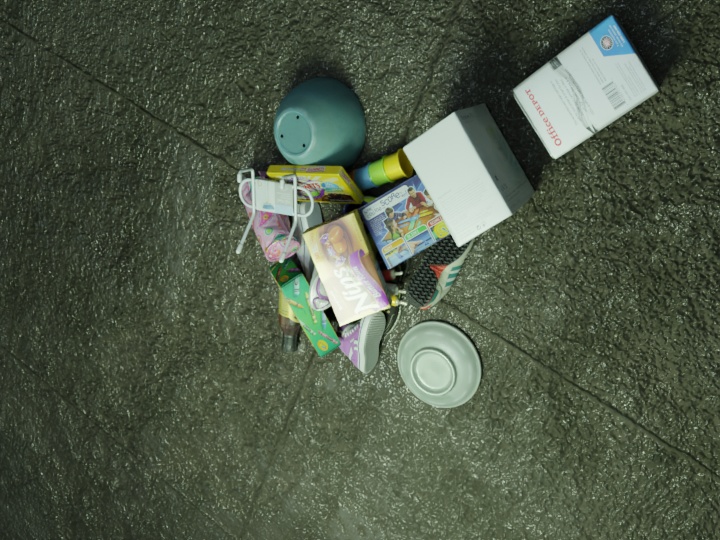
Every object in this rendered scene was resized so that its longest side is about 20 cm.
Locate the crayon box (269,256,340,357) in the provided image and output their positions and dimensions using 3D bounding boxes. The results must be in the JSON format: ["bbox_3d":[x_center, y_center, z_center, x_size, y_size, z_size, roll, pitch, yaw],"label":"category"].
[{"bbox_3d":[-0.124,0.080,1.484,0.058,0.119,0.203,-30,118,-8],"label":"crayon box"}]

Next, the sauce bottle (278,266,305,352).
[{"bbox_3d":[-0.162,0.094,1.581,0.065,0.066,0.205,14,114,23],"label":"sauce bottle"}]

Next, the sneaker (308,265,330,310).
[{"bbox_3d":[-0.061,-0.013,1.418,0.074,0.099,0.204,21,86,-20],"label":"sneaker"}]

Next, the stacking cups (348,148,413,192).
[{"bbox_3d":[0.016,-0.194,1.405,0.197,0.060,0.062,-17,98,36],"label":"stacking cups"}]

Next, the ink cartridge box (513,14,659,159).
[{"bbox_3d":[0.385,-0.311,1.149,0.198,0.084,0.146,-33,89,31],"label":"ink cartridge box"}]

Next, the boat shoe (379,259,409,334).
[{"bbox_3d":[0.055,0.053,1.453,0.070,0.060,0.206,19,114,20],"label":"boat shoe"}]

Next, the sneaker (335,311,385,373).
[{"bbox_3d":[-0.011,0.135,1.479,0.114,0.072,0.203,39,142,25],"label":"sneaker"}]

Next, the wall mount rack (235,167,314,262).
[{"bbox_3d":[-0.195,-0.119,1.398,0.196,0.074,0.178,12,111,28],"label":"wall mount rack"}]

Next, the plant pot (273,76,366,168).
[{"bbox_3d":[-0.104,-0.293,1.385,0.196,0.134,0.205,9,109,25],"label":"plant pot"}]

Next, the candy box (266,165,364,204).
[{"bbox_3d":[-0.096,-0.180,1.395,0.196,0.027,0.102,7,151,36],"label":"candy box"}]

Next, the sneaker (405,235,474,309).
[{"bbox_3d":[0.170,-0.006,1.374,0.070,0.093,0.202,34,92,23],"label":"sneaker"}]

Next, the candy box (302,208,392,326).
[{"bbox_3d":[-0.025,-0.005,1.330,0.114,0.057,0.204,-19,100,11],"label":"candy box"}]

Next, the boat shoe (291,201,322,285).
[{"bbox_3d":[-0.116,-0.056,1.502,0.064,0.073,0.206,-8,84,42],"label":"boat shoe"}]

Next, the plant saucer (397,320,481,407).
[{"bbox_3d":[0.163,0.213,1.454,0.196,0.050,0.205,9,110,26],"label":"plant saucer"}]

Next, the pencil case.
[{"bbox_3d":[-0.203,-0.121,1.484,0.087,0.086,0.203,-41,59,31],"label":"pencil case"}]

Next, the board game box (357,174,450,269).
[{"bbox_3d":[0.110,-0.111,1.326,0.197,0.034,0.138,-28,86,6],"label":"board game box"}]

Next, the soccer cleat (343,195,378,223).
[{"bbox_3d":[0.056,-0.121,1.384,0.196,0.083,0.066,5,108,26],"label":"soccer cleat"}]

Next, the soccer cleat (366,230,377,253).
[{"bbox_3d":[0.000,0.000,1.467,0.082,0.065,0.202,27,116,-12],"label":"soccer cleat"}]

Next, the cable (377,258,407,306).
[{"bbox_3d":[0.005,0.027,1.399,0.195,0.050,0.100,-3,105,20],"label":"cable"}]

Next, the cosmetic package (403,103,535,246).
[{"bbox_3d":[0.204,-0.181,1.219,0.122,0.199,0.202,-31,91,31],"label":"cosmetic package"}]
